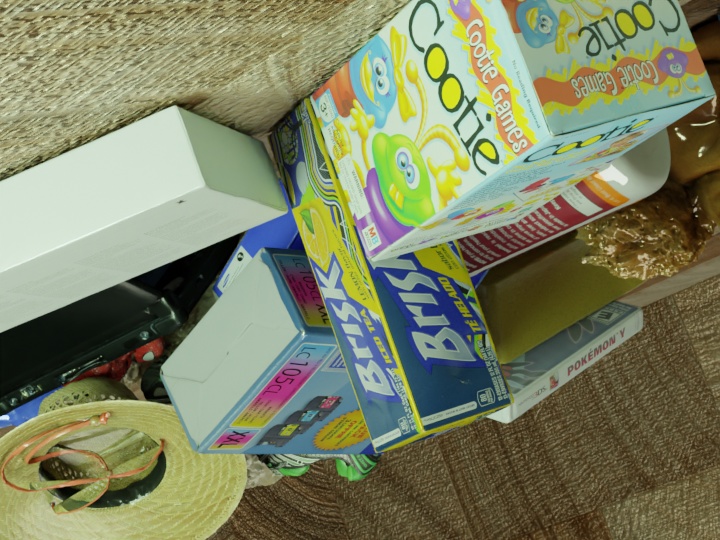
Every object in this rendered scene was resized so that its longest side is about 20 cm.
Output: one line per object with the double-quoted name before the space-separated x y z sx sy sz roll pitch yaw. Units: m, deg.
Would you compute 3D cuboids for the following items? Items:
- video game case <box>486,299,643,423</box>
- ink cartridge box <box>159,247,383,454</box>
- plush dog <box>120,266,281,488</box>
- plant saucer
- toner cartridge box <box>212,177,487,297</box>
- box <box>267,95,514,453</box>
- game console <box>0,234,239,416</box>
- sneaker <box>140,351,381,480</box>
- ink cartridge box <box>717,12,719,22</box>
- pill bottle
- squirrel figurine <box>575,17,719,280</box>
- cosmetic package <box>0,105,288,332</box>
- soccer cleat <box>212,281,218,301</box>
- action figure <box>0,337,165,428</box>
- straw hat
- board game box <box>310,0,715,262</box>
"video game case" 0.085 0.046 1.404 0.200 0.023 0.182 16 -149 37
"ink cartridge box" -0.010 0.057 1.217 0.200 0.076 0.136 3 140 -43
"plush dog" -0.099 0.086 1.423 0.160 0.172 0.200 -23 173 28
"plant saucer" 0.094 -0.006 1.436 0.200 0.048 0.200 17 -149 40
"toner cartridge box" 0.000 0.000 1.274 0.200 0.043 0.095 12 119 -47
"box" 0.015 -0.002 1.048 0.064 0.200 0.070 -16 171 -26
"game console" -0.210 0.013 1.241 0.200 0.116 0.176 -25 -159 33
"sneaker" -0.065 0.107 1.324 0.200 0.085 0.078 15 -178 -22
"ink cartridge box" 0.338 -0.110 1.128 0.147 0.200 0.145 -19 172 -8
"pill bottle" 0.079 -0.062 1.121 0.200 0.113 0.113 -25 170 30
"squirrel figurine" 0.250 -0.061 1.285 0.200 0.187 0.142 -25 171 28
"cosmetic package" -0.157 -0.023 1.018 0.200 0.052 0.151 -22 174 12
"soccer cleat" -0.019 -0.021 1.347 0.200 0.078 0.069 -39 166 -9
"action figure" -0.219 0.087 1.337 0.200 0.052 0.065 -30 -165 30
"straw hat" -0.182 0.122 1.271 0.201 0.085 0.201 -11 138 -11
"board game box" 0.071 -0.091 0.946 0.105 0.103 0.200 -16 171 -29
